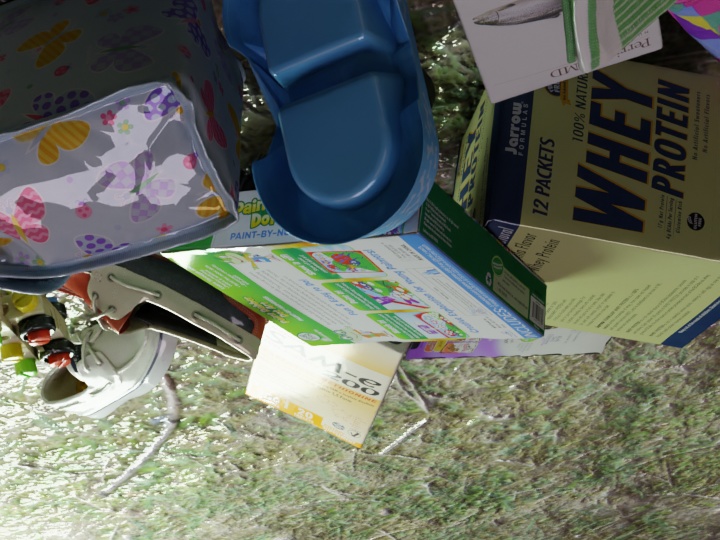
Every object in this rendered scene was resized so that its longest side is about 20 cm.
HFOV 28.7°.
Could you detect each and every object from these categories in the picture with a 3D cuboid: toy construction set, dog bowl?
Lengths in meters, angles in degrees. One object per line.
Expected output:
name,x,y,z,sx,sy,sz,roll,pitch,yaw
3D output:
toy construction set,-0.303,0.046,1.115,0.129,0.093,0.200,-16,175,-3
dog bowl,-0.014,-0.112,0.826,0.110,0.203,0.049,-18,167,24

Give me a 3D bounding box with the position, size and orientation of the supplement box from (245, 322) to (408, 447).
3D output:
supplement box,-0.025,0.066,1.252,0.125,0.074,0.201,24,148,4

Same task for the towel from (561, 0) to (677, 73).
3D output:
towel,0.180,-0.209,0.737,0.199,0.023,0.153,-39,148,-10

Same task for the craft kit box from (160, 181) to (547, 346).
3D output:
craft kit box,0.000,0.000,0.952,0.195,0.049,0.200,-6,156,28

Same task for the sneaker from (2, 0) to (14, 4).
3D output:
sneaker,-0.166,-0.119,0.958,0.103,0.061,0.201,-11,146,4

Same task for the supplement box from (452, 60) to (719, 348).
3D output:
supplement box,0.174,-0.048,1.017,0.197,0.136,0.200,9,161,-4

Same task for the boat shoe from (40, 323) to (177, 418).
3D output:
boat shoe,-0.234,0.081,1.280,0.069,0.072,0.199,9,153,-34

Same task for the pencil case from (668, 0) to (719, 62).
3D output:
pencil case,0.261,-0.174,0.954,0.088,0.089,0.199,-25,145,27

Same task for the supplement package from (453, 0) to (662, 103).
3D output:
supplement package,0.096,-0.210,0.805,0.116,0.119,0.200,-17,150,10

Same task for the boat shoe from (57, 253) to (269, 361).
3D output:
boat shoe,-0.164,0.018,1.032,0.197,0.063,0.071,12,161,-4

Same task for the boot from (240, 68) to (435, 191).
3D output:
boot,-0.048,-0.072,1.044,0.164,0.066,0.200,-38,-179,-32

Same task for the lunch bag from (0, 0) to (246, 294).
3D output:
lunch bag,-0.173,-0.082,0.825,0.197,0.171,0.128,-15,127,7

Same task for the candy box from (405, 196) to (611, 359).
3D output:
candy box,0.146,0.009,1.252,0.197,0.072,0.168,0,149,-14
